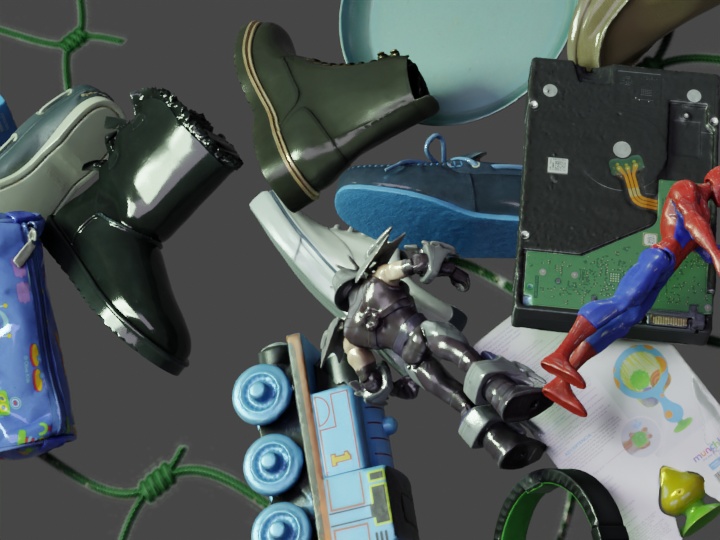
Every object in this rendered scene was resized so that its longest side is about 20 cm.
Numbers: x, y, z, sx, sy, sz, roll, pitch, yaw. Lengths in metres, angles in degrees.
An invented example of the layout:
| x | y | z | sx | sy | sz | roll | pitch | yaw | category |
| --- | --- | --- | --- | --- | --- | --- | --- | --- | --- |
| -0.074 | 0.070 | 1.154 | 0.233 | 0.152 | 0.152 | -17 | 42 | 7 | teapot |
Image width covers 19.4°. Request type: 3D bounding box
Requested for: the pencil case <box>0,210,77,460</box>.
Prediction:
| x | y | z | sx | sy | sz | roll | pitch | yaw | category |
| --- | --- | --- | --- | --- | --- | --- | --- | --- | --- |
| -0.271 | 0.047 | 1.643 | 0.086 | 0.078 | 0.202 | -7 | 91 | 45 | pencil case |

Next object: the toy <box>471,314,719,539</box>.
| x | y | z | sx | sy | sz | roll | pitch | yaw | category |
| --- | --- | --- | --- | --- | --- | --- | --- | --- | --- |
| 0.181 | 0.100 | 1.463 | 0.115 | 0.047 | 0.201 | -38 | 65 | 4 | toy |

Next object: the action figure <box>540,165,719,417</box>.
| x | y | z | sx | sy | sz | roll | pitch | yaw | category |
| --- | --- | --- | --- | --- | --- | --- | --- | --- | --- |
| 0.211 | 0.017 | 1.386 | 0.098 | 0.065 | 0.201 | 29 | 68 | 19 | action figure |

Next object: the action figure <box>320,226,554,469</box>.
| x | y | z | sx | sy | sz | roll | pitch | yaw | category |
| --- | --- | --- | --- | --- | --- | --- | --- | --- | --- |
| 0.047 | 0.055 | 1.464 | 0.200 | 0.069 | 0.131 | 40 | 126 | 30 | action figure |

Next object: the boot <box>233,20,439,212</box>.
| x | y | z | sx | sy | sz | roll | pitch | yaw | category |
| --- | --- | --- | --- | --- | --- | --- | --- | --- | --- |
| -0.016 | -0.144 | 1.601 | 0.138 | 0.077 | 0.201 | -30 | 45 | 13 | boot |

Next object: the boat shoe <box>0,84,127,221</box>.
| x | y | z | sx | sy | sz | roll | pitch | yaw | category |
| --- | --- | --- | --- | --- | --- | --- | --- | --- | --- |
| -0.278 | -0.075 | 1.715 | 0.200 | 0.075 | 0.062 | -48 | 41 | -5 | boat shoe |

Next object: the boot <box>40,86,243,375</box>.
| x | y | z | sx | sy | sz | roll | pitch | yaw | category |
| --- | --- | --- | --- | --- | --- | --- | --- | --- | --- |
| -0.155 | -0.037 | 1.652 | 0.163 | 0.073 | 0.198 | -48 | 57 | 6 | boot |

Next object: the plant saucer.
| x | y | z | sx | sy | sz | roll | pitch | yaw | category |
| --- | --- | --- | --- | --- | --- | --- | --- | --- | --- |
| 0.079 | -0.202 | 1.618 | 0.198 | 0.027 | 0.202 | -8 | 72 | 24 | plant saucer |

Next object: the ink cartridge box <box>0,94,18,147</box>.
| x | y | z | sx | sy | sz | roll | pitch | yaw | category |
| --- | --- | --- | --- | --- | --- | --- | --- | --- | --- |
| -0.397 | -0.103 | 1.749 | 0.199 | 0.067 | 0.116 | -35 | 61 | -14 | ink cartridge box |

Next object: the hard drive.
| x | y | z | sx | sy | sz | roll | pitch | yaw | category |
| --- | --- | --- | --- | --- | --- | --- | --- | --- | --- |
| 0.179 | -0.050 | 1.472 | 0.138 | 0.038 | 0.202 | 5 | 63 | 1 | hard drive |

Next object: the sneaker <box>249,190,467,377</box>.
| x | y | z | sx | sy | sz | roll | pitch | yaw | category |
| --- | --- | --- | --- | --- | --- | --- | --- | --- | --- |
| 0.000 | 0.000 | 1.575 | 0.071 | 0.073 | 0.200 | -44 | 68 | -7 | sneaker |

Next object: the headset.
| x | y | z | sx | sy | sz | roll | pitch | yaw | category |
| --- | --- | --- | --- | --- | --- | --- | --- | --- | --- |
| 0.151 | 0.233 | 1.416 | 0.123 | 0.093 | 0.202 | -35 | 56 | 50 | headset |

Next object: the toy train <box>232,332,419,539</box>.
| x | y | z | sx | sy | sz | roll | pitch | yaw | category |
| --- | --- | --- | --- | --- | --- | --- | --- | --- | --- |
| -0.023 | 0.141 | 1.530 | 0.113 | 0.087 | 0.202 | -14 | 66 | 11 | toy train |

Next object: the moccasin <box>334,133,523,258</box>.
| x | y | z | sx | sy | sz | roll | pitch | yaw | category |
| --- | --- | --- | --- | --- | --- | --- | --- | --- | --- |
| 0.082 | -0.051 | 1.536 | 0.198 | 0.081 | 0.069 | 10 | 57 | 0 | moccasin |

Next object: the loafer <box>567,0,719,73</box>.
| x | y | z | sx | sy | sz | roll | pitch | yaw | category |
| --- | --- | --- | --- | --- | --- | --- | --- | --- | --- |
| 0.227 | -0.212 | 1.522 | 0.200 | 0.076 | 0.067 | -51 | 54 | 3 | loafer |
